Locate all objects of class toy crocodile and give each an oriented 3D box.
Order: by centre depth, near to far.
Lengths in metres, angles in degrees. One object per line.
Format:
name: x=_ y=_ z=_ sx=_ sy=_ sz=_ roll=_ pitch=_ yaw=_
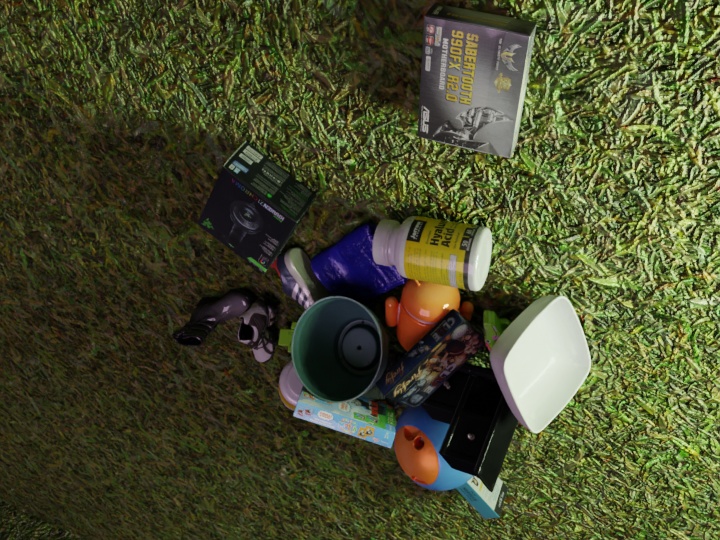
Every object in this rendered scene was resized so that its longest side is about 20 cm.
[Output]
toy crocodile: x=0.274 y=0.152 z=1.400 sx=0.061 sy=0.068 sz=0.201 roll=-20 pitch=130 yaw=24
toy crocodile: x=-0.104 y=0.150 z=1.641 sx=0.197 sy=0.069 sz=0.061 roll=-7 pitch=162 yaw=37

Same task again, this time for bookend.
bookend: x=0.190 y=0.287 z=1.425 sx=0.197 sy=0.201 sz=0.092 roll=10 pitch=151 yaw=37

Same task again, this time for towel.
towel: x=0.000 y=0.000 z=1.457 sx=0.148 sy=0.050 sz=0.199 roll=44 pitch=136 yaw=-14

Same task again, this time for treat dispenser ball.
treat dispenser ball: x=0.169 y=0.364 z=1.581 sx=0.197 sy=0.202 sz=0.204 roll=16 pitch=136 yaw=16

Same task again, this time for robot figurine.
robot figurine: x=0.130 y=0.084 z=1.410 sx=0.143 sy=0.116 sz=0.202 roll=33 pitch=142 yaw=24

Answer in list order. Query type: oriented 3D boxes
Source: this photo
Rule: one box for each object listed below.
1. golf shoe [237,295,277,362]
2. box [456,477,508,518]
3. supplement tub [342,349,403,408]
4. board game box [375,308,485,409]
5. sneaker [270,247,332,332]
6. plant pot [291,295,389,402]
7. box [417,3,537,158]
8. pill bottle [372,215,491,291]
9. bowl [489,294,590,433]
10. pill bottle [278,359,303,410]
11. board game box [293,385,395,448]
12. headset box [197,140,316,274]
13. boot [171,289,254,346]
golf shoe: x=-0.246 y=0.147 z=1.694 sx=0.077 sy=0.094 sz=0.203 roll=38 pitch=141 yaw=30
box: x=0.260 y=0.482 z=1.724 sx=0.049 sy=0.083 sz=0.200 roll=-25 pitch=113 yaw=44
supplement tub: x=0.024 y=0.236 z=1.594 sx=0.196 sy=0.124 sz=0.124 roll=-4 pitch=128 yaw=20
board game box: x=0.136 y=0.170 z=1.382 sx=0.200 sy=0.035 sz=0.135 roll=-45 pitch=145 yaw=10
sneaker: x=-0.119 y=0.047 z=1.556 sx=0.083 sy=0.075 sz=0.203 roll=-15 pitch=110 yaw=37
plant pot: x=-0.022 y=0.157 z=1.482 sx=0.196 sy=0.134 sz=0.205 roll=-2 pitch=85 yaw=24
box: x=0.168 y=-0.279 z=1.101 sx=0.155 sy=0.049 sz=0.203 roll=17 pitch=136 yaw=17
pill bottle: x=0.125 y=-0.035 z=1.305 sx=0.196 sy=0.112 sz=0.113 roll=10 pitch=134 yaw=22
bowl: x=0.315 y=0.159 z=1.328 sx=0.074 sy=0.199 sz=0.202 roll=18 pitch=143 yaw=53
pill bottle: x=-0.132 y=0.259 z=1.679 sx=0.108 sy=0.110 sz=0.200 roll=30 pitch=164 yaw=1
board game box: x=-0.028 y=0.280 z=1.466 sx=0.196 sy=0.151 sz=0.037 roll=17 pitch=99 yaw=-1
headset box: x=-0.207 y=-0.115 z=1.441 sx=0.173 sy=0.093 sz=0.200 roll=37 pitch=138 yaw=-4
boot: x=-0.337 y=0.120 z=1.704 sx=0.198 sy=0.132 sz=0.070 roll=-17 pitch=120 yaw=40
